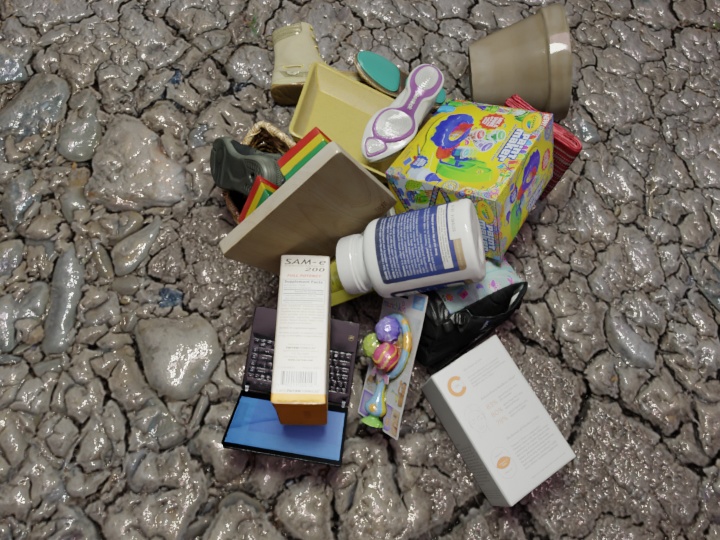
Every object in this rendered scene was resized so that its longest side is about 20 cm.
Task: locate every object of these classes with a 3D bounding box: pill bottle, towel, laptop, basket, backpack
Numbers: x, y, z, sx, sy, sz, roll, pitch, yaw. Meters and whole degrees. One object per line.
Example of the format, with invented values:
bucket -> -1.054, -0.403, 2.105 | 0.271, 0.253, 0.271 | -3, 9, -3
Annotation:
pill bottle -> 0.069, -0.025, 0.762 | 0.195, 0.111, 0.114 | -11, 66, 21
towel -> 0.289, -0.205, 0.936 | 0.144, 0.200, 0.023 | 40, 79, 11
laptop -> -0.096, 0.163, 0.809 | 0.172, 0.103, 0.206 | 9, 81, -1
basket -> -0.134, -0.113, 0.895 | 0.199, 0.150, 0.143 | 39, 70, 10
backpack -> 0.164, 0.047, 0.855 | 0.196, 0.168, 0.128 | -26, 67, -21

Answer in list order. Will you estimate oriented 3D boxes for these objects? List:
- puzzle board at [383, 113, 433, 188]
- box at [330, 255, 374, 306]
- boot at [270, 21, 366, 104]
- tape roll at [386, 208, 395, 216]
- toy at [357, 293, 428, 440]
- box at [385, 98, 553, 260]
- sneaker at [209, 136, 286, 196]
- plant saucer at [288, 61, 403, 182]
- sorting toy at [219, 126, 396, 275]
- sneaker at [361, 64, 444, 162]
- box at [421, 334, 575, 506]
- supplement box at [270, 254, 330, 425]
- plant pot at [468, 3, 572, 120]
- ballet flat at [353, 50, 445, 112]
puzzle board -> 0.036, -0.220, 1.000 | 0.147, 0.018, 0.204 | 14, 64, 20
box -> 0.000, 0.000, 0.877 | 0.195, 0.050, 0.077 | -19, 93, 4
boot -> -0.077, -0.403, 1.058 | 0.193, 0.073, 0.160 | -3, 67, -3
tape roll -> 0.143, -0.110, 0.976 | 0.196, 0.037, 0.209 | 2, 68, -5
toy -> 0.032, 0.126, 0.794 | 0.046, 0.114, 0.206 | 9, 92, -30
box -> 0.177, -0.151, 0.862 | 0.189, 0.124, 0.201 | 20, 58, 33
sneaker -> -0.153, -0.152, 0.832 | 0.197, 0.112, 0.078 | 26, 108, 44
plant saucer -> -0.019, -0.246, 0.940 | 0.195, 0.049, 0.204 | 22, 52, -13
sorting toy -> -0.074, -0.087, 0.752 | 0.197, 0.199, 0.070 | -38, 67, 13
sneaker -> 0.072, -0.245, 0.910 | 0.074, 0.100, 0.201 | 37, 73, 8
box -> 0.198, 0.223, 0.815 | 0.122, 0.098, 0.203 | -28, 73, -14
supplement box -> -0.078, 0.098, 0.757 | 0.071, 0.127, 0.205 | 1, 63, -2
plant pot -> 0.292, -0.378, 1.026 | 0.168, 0.201, 0.206 | -4, 67, 11
ballet flat -> 0.066, -0.343, 1.025 | 0.195, 0.065, 0.072 | 21, 69, -18
